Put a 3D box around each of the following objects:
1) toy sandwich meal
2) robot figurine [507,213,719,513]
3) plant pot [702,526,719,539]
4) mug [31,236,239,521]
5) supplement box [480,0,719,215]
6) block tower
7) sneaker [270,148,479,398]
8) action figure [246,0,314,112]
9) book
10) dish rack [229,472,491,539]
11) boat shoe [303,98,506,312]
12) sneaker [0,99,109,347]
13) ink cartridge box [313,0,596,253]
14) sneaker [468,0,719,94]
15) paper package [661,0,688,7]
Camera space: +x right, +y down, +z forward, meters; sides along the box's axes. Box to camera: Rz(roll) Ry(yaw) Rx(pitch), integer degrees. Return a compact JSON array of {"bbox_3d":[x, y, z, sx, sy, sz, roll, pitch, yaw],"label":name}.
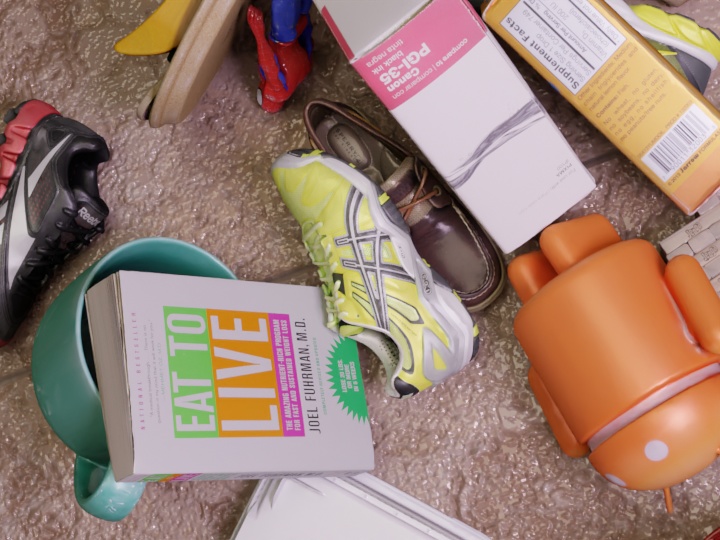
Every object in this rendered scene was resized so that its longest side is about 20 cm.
[{"bbox_3d":[-0.121,-0.202,1.053,0.070,0.205,0.207,29,87,-4],"label":"toy sandwich meal"},{"bbox_3d":[0.180,0.060,0.965,0.143,0.117,0.202,-31,74,7],"label":"robot figurine"},{"bbox_3d":[0.278,0.240,0.875,0.197,0.182,0.203,-3,76,13],"label":"plant pot"},{"bbox_3d":[-0.168,0.074,1.020,0.114,0.185,0.153,-31,95,49],"label":"mug"},{"bbox_3d":[0.171,-0.131,0.967,0.200,0.067,0.069,44,104,-6],"label":"supplement box"},{"bbox_3d":[0.276,0.047,0.977,0.057,0.054,0.201,-32,73,5],"label":"block tower"},{"bbox_3d":[0.000,0.000,1.014,0.076,0.075,0.201,-39,86,-25],"label":"sneaker"},{"bbox_3d":[-0.052,-0.188,1.045,0.051,0.201,0.066,25,50,9],"label":"action figure"},{"bbox_3d":[-0.084,0.076,0.982,0.048,0.198,0.135,-27,66,45],"label":"book"},{"bbox_3d":[-0.014,0.233,1.019,0.198,0.044,0.173,26,87,18],"label":"dish rack"},{"bbox_3d":[0.027,-0.052,1.048,0.072,0.072,0.201,-40,73,4],"label":"boat shoe"},{"bbox_3d":[-0.251,-0.030,1.113,0.097,0.071,0.203,14,82,18],"label":"sneaker"},{"bbox_3d":[0.059,-0.128,0.966,0.082,0.200,0.147,-37,37,8],"label":"ink cartridge box"},{"bbox_3d":[0.158,-0.158,1.023,0.197,0.074,0.086,17,90,3],"label":"sneaker"},{"bbox_3d":[0.252,-0.323,1.008,0.199,0.103,0.193,-30,72,21],"label":"paper package"}]
